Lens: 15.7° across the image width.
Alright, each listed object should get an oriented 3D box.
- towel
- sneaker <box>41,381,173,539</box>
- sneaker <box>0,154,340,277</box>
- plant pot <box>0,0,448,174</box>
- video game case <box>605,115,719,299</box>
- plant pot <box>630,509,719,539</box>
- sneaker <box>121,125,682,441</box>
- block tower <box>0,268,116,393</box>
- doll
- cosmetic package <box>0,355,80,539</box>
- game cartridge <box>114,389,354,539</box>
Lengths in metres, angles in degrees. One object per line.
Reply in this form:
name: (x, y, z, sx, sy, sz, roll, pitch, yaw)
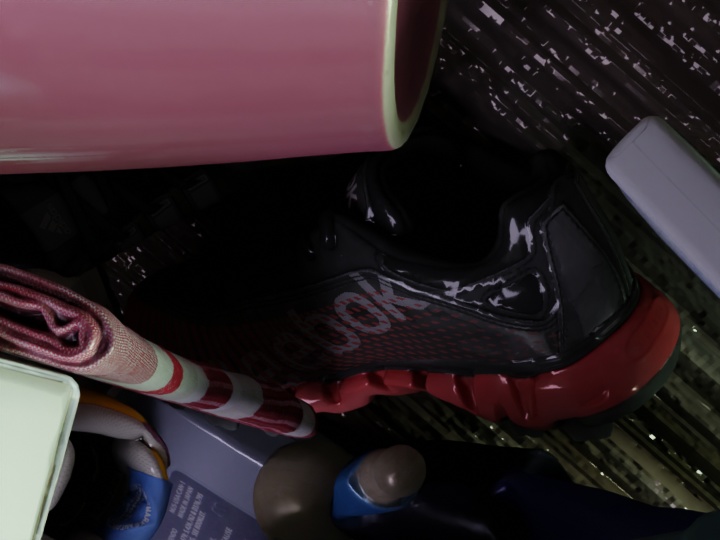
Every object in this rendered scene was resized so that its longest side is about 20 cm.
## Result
towel: (-0.100, 0.013, 0.746, 0.143, 0.023, 0.200, 16, 176, 17)
sneaker: (-0.097, 0.073, 0.852, 0.090, 0.075, 0.200, 19, 177, 19)
sneaker: (-0.069, -0.036, 0.833, 0.199, 0.081, 0.074, -21, 115, 45)
plant pot: (-0.066, -0.108, 0.696, 0.178, 0.201, 0.201, 9, 135, 7)
video game case: (0.160, 0.060, 0.662, 0.182, 0.023, 0.200, 38, -169, -48)
plant pot: (0.050, 0.159, 0.688, 0.195, 0.201, 0.201, -7, 126, 15)
sneaker: (0.000, 0.000, 0.827, 0.199, 0.071, 0.098, -1, 127, 34)
block tower: (-0.161, 0.074, 0.913, 0.058, 0.200, 0.054, 12, 135, 34)
doll: (0.047, 0.080, 0.845, 0.199, 0.049, 0.136, 7, 170, 37)
cosmetic package: (-0.169, 0.039, 0.698, 0.105, 0.072, 0.200, 16, 177, -32)
game cartridge: (-0.057, 0.115, 1.004, 0.133, 0.041, 0.200, 29, 139, 4)
